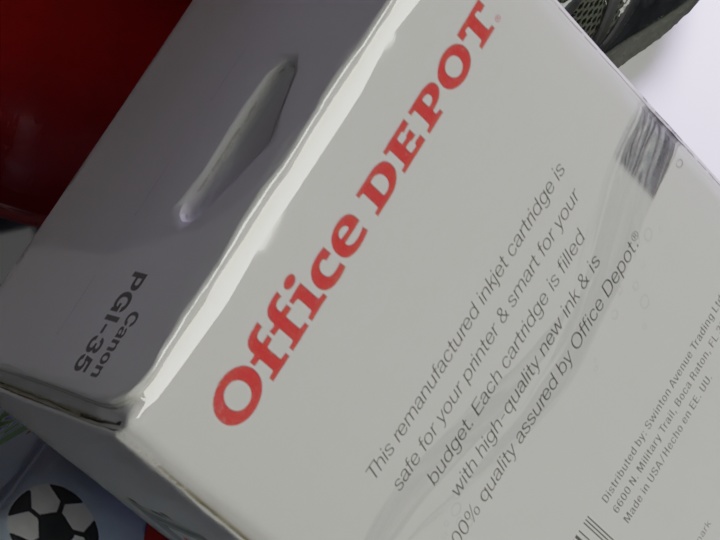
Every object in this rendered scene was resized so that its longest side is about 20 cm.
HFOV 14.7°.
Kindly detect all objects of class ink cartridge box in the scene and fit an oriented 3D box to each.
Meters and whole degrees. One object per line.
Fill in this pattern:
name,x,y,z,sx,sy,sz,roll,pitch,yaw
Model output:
ink cartridge box,0.022,0.023,0.685,0.200,0.083,0.147,43,73,-35

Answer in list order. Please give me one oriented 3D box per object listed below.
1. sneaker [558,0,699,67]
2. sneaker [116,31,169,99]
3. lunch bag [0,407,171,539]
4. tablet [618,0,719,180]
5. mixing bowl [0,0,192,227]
sneaker,0.065,-0.117,0.829,0.199,0.076,0.115,-45,158,-37
sneaker,0.000,0.000,0.848,0.200,0.089,0.079,48,53,-30
lunch bag,-0.070,0.147,0.734,0.200,0.123,0.170,53,49,-20
tablet,0.096,-0.092,0.903,0.129,0.014,0.201,-6,56,-23
mixing bowl,-0.064,-0.122,0.740,0.200,0.199,0.109,55,23,-28
